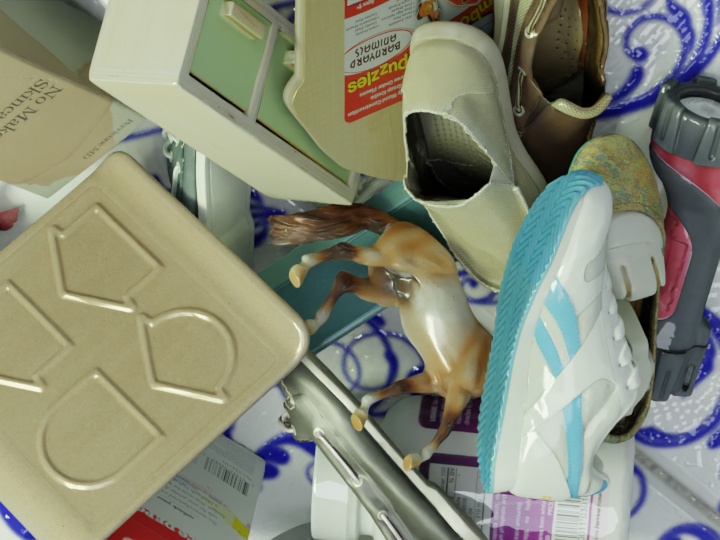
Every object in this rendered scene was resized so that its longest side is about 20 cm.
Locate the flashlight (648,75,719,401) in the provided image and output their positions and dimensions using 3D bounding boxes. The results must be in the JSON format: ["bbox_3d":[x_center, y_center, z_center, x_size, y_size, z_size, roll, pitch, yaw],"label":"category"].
[{"bbox_3d":[0.191,-0.018,1.632,0.068,0.068,0.200,-9,127,-37],"label":"flashlight"}]

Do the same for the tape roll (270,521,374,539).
[{"bbox_3d":[0.021,0.219,1.681,0.202,0.203,0.037,6,116,3],"label":"tape roll"}]

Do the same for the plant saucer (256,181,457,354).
[{"bbox_3d":[0.000,0.000,1.647,0.200,0.019,0.070,-34,120,0],"label":"plant saucer"}]

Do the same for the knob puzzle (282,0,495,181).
[{"bbox_3d":[0.033,-0.138,1.560,0.219,0.030,0.220,-25,136,-27],"label":"knob puzzle"}]

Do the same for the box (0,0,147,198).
[{"bbox_3d":[-0.224,-0.119,1.554,0.095,0.200,0.078,-37,62,20],"label":"box"}]

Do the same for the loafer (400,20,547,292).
[{"bbox_3d":[0.061,-0.054,1.562,0.075,0.068,0.200,6,137,30],"label":"loafer"}]

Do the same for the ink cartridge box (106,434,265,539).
[{"bbox_3d":[-0.134,0.161,1.669,0.116,0.200,0.067,32,114,-9],"label":"ink cartridge box"}]

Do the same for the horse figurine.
[{"bbox_3d":[0.029,0.032,1.599,0.200,0.132,0.050,57,143,5],"label":"horse figurine"}]

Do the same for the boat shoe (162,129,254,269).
[{"bbox_3d":[-0.102,-0.062,1.635,0.062,0.073,0.201,17,121,24],"label":"boat shoe"}]

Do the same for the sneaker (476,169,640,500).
[{"bbox_3d":[0.123,0.038,1.543,0.081,0.077,0.201,7,110,-9],"label":"sneaker"}]

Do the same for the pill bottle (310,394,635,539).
[{"bbox_3d":[0.071,0.137,1.687,0.199,0.112,0.113,5,115,4],"label":"pill bottle"}]

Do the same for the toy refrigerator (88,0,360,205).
[{"bbox_3d":[-0.067,-0.107,1.538,0.070,0.200,0.076,6,75,32],"label":"toy refrigerator"}]

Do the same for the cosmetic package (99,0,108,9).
[{"bbox_3d":[-0.082,-0.234,1.550,0.200,0.081,0.113,-31,107,19],"label":"cosmetic package"}]

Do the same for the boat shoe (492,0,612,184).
[{"bbox_3d":[0.112,-0.107,1.567,0.075,0.075,0.203,-19,130,-18],"label":"boat shoe"}]

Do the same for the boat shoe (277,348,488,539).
[{"bbox_3d":[-0.007,0.115,1.608,0.057,0.067,0.200,-44,84,1],"label":"boat shoe"}]

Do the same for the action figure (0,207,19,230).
[{"bbox_3d":[-0.277,0.033,1.653,0.134,0.149,0.200,31,85,-17],"label":"action figure"}]

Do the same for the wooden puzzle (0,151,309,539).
[{"bbox_3d":[-0.156,0.054,1.587,0.200,0.046,0.185,-44,67,-9],"label":"wooden puzzle"}]

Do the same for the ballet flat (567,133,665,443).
[{"bbox_3d":[0.154,0.017,1.589,0.070,0.071,0.201,4,120,4],"label":"ballet flat"}]
